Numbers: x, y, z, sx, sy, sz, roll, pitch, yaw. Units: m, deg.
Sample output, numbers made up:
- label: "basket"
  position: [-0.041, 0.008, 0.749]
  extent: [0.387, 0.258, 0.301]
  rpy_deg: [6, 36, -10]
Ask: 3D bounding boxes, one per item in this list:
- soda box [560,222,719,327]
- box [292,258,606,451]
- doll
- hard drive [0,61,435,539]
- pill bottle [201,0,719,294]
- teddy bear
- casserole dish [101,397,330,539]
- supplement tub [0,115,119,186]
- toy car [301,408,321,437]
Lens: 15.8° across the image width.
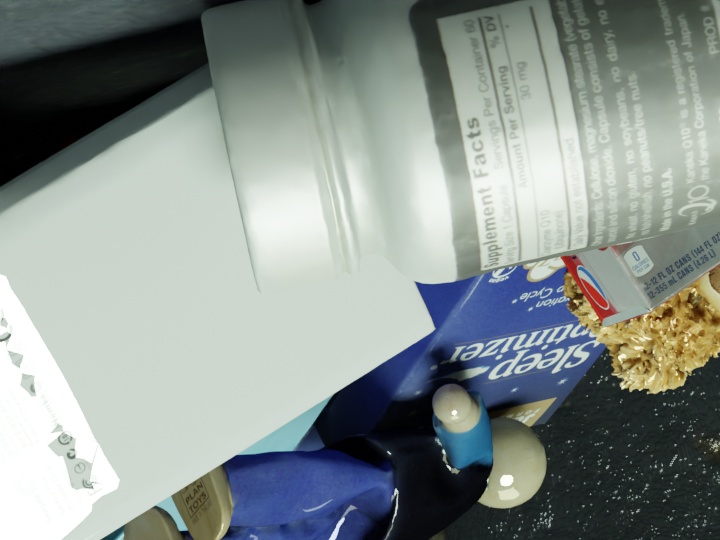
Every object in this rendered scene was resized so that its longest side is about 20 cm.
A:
- label: "soda box"
  position: [0.157, -0.062, 0.949]
  extent: [0.199, 0.070, 0.063]
  rpy_deg: [-33, 180, -13]
- label: "box"
  position: [0.058, 0.028, 1.111]
  extent: [0.121, 0.033, 0.200]
  rpy_deg: [-10, 149, -36]
- label: "doll"
  position: [0.005, 0.091, 1.076]
  extent: [0.199, 0.049, 0.137]
  rpy_deg: [-4, 140, -42]
- label: "hard drive"
  position: [-0.083, 0.018, 0.914]
  extent: [0.199, 0.132, 0.027]
  rpy_deg: [-31, -150, -10]
- label: "pill bottle"
  position: [0.054, -0.059, 0.845]
  extent: [0.199, 0.114, 0.113]
  rpy_deg: [-12, 174, -1]
- label: "teddy bear"
  position: [0.166, -0.025, 1.039]
  extent: [0.067, 0.146, 0.199]
  rpy_deg: [26, -158, 36]
- label: "casserole dish"
  position: [-0.059, 0.096, 1.188]
  extent: [0.200, 0.039, 0.121]
  rpy_deg: [-43, 149, 21]
- label: "supplement tub"
  position: [-0.121, 0.003, 1.068]
  extent: [0.199, 0.108, 0.107]
  rpy_deg: [-23, 170, 29]
- label: "toy car"
  position: [-0.131, 0.021, 1.258]
  extent: [0.184, 0.178, 0.200]
  rpy_deg: [-29, 139, 24]
